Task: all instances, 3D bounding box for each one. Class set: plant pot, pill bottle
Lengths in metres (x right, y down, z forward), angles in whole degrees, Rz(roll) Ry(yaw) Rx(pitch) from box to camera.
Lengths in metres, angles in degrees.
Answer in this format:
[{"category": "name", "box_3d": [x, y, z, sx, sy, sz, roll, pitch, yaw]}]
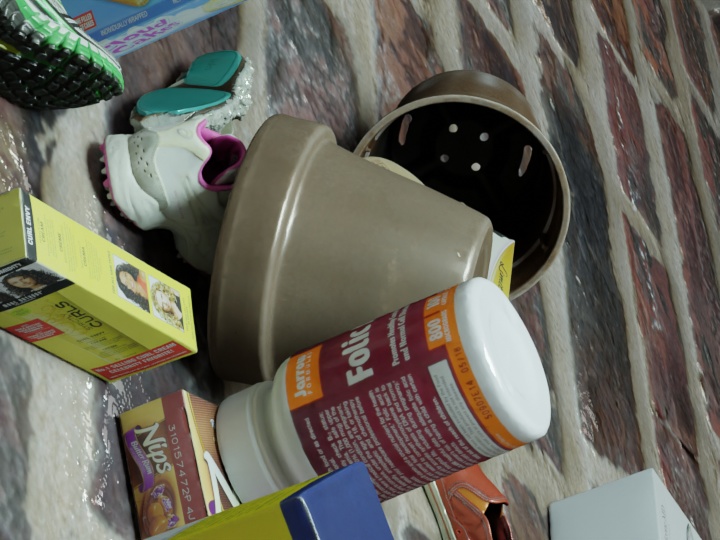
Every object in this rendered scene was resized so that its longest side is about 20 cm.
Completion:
[{"category": "plant pot", "box_3d": [0.000, 0.000, 1.672, 0.200, 0.174, 0.200, 12, 90, -81]}, {"category": "pill bottle", "box_3d": [0.013, 0.092, 1.523, 0.114, 0.200, 0.114, 53, 23, -34]}, {"category": "plant pot", "box_3d": [0.089, -0.087, 2.103, 0.200, 0.200, 0.198, 63, 12, -15]}]

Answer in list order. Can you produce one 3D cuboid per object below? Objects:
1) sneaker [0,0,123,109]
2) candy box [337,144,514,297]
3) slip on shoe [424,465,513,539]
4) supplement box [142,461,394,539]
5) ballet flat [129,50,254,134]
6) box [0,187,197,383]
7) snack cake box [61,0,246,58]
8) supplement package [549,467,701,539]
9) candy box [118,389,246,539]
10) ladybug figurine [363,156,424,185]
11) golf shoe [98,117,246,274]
[{"category": "sneaker", "box_3d": [-0.219, -0.173, 1.516, 0.200, 0.078, 0.085, 45, 40, -48]}, {"category": "candy box", "box_3d": [0.027, 0.000, 1.874, 0.200, 0.061, 0.137, 27, 52, -27]}, {"category": "slip on shoe", "box_3d": [0.097, 0.198, 1.995, 0.074, 0.061, 0.200, 14, 55, -64]}, {"category": "supplement box", "box_3d": [-0.082, 0.199, 1.326, 0.110, 0.200, 0.109, 69, 20, 1]}, {"category": "ballet flat", "box_3d": [-0.120, -0.115, 1.754, 0.072, 0.072, 0.200, 64, 20, -11]}, {"category": "box", "box_3d": [-0.184, 0.013, 1.443, 0.200, 0.075, 0.050, 36, 40, -58]}, {"category": "snack cake box", "box_3d": [-0.134, -0.234, 1.631, 0.067, 0.200, 0.115, -7, 76, -69]}, {"category": "supplement package", "box_3d": [0.279, 0.311, 2.267, 0.200, 0.117, 0.117, 53, 26, -35]}, {"category": "candy box", "box_3d": [-0.083, 0.163, 1.574, 0.200, 0.056, 0.117, 35, 37, -59]}, {"category": "ladybug figurine", "box_3d": [0.029, -0.003, 1.971, 0.136, 0.072, 0.200, -18, 80, -44]}, {"category": "golf shoe", "box_3d": [-0.107, -0.053, 1.682, 0.200, 0.091, 0.075, 34, 38, -60]}]
